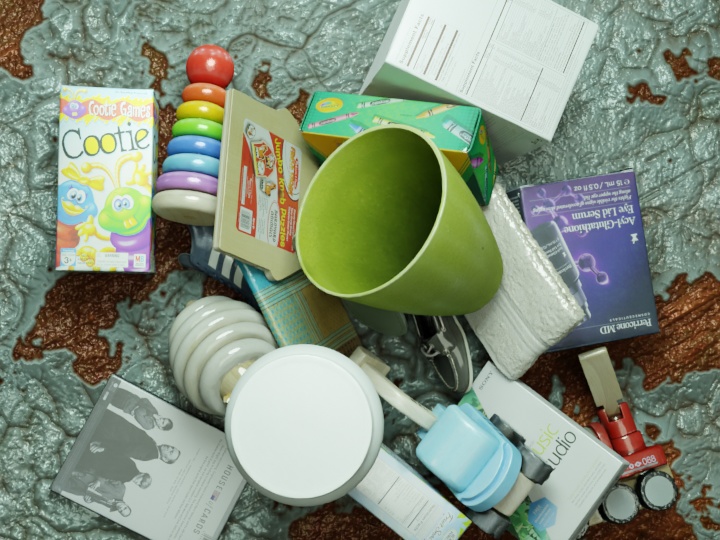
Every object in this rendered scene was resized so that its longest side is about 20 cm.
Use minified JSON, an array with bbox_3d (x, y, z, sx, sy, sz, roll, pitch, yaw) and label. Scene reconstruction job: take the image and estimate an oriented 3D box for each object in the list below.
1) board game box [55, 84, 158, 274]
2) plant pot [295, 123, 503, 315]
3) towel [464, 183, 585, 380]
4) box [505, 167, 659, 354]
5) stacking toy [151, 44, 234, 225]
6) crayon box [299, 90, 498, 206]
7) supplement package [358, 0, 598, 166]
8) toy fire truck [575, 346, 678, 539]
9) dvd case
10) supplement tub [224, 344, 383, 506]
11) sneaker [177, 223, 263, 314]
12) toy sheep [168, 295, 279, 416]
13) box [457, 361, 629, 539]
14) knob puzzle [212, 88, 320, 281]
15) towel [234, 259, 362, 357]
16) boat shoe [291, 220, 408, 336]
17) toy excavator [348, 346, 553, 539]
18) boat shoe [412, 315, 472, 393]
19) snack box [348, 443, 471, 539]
[{"bbox_3d":[-0.283,-0.098,1.145,0.105,0.103,0.201,1,88,-8],"label":"board game box"},{"bbox_3d":[0.065,-0.029,1.089,0.200,0.187,0.188,29,83,-47],"label":"plant pot"},{"bbox_3d":[0.163,0.011,1.174,0.034,0.133,0.200,-10,61,-42],"label":"towel"},{"bbox_3d":[0.258,-0.010,1.222,0.148,0.104,0.201,-10,89,-9],"label":"box"},{"bbox_3d":[-0.176,-0.155,1.120,0.085,0.085,0.201,7,79,-8],"label":"stacking toy"},{"bbox_3d":[0.046,-0.137,1.142,0.199,0.119,0.058,10,68,22],"label":"crayon box"},{"bbox_3d":[0.127,-0.237,1.165,0.200,0.191,0.147,24,83,-8],"label":"supplement package"},{"bbox_3d":[0.269,0.207,1.218,0.176,0.129,0.201,-16,79,-8],"label":"toy fire truck"},{"bbox_3d":[-0.236,0.232,1.183,0.200,0.025,0.151,29,84,-7],"label":"dvd case"},{"bbox_3d":[-0.051,0.144,0.958,0.144,0.200,0.145,0,83,-1],"label":"supplement tub"},{"bbox_3d":[-0.159,-0.006,1.182,0.084,0.075,0.200,-31,89,1],"label":"sneaker"},{"bbox_3d":[-0.151,0.096,1.135,0.138,0.200,0.138,-21,129,-28],"label":"toy sheep"},{"bbox_3d":[0.187,0.219,1.174,0.200,0.036,0.145,37,97,30],"label":"box"},{"bbox_3d":[-0.098,-0.084,1.134,0.030,0.219,0.220,-6,89,31],"label":"knob puzzle"},{"bbox_3d":[-0.070,0.035,1.158,0.022,0.147,0.200,-26,89,30],"label":"towel"},{"bbox_3d":[0.000,0.000,1.179,0.201,0.072,0.061,49,46,-35],"label":"boat shoe"},{"bbox_3d":[0.086,0.172,1.115,0.200,0.194,0.100,38,93,-28],"label":"toy excavator"},{"bbox_3d":[0.080,0.053,1.210,0.057,0.067,0.201,-11,83,-25],"label":"boat shoe"},{"bbox_3d":[0.014,0.229,1.147,0.200,0.169,0.068,38,84,-5],"label":"snack box"}]
